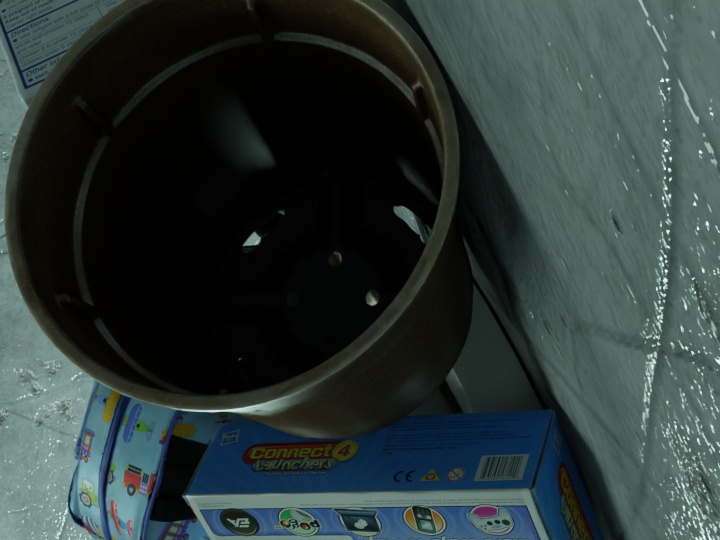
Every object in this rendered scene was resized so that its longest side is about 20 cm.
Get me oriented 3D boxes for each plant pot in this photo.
[{"bbox_3d":[-0.034,-0.013,0.754,0.200,0.200,0.198,62,-175,21],"label":"plant pot"}]

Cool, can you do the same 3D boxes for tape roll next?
[{"bbox_3d":[0.075,0.082,0.936,0.203,0.037,0.203,63,176,9],"label":"tape roll"}]

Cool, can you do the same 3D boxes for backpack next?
[{"bbox_3d":[-0.107,0.106,0.979,0.134,0.183,0.200,19,-172,22],"label":"backpack"}]

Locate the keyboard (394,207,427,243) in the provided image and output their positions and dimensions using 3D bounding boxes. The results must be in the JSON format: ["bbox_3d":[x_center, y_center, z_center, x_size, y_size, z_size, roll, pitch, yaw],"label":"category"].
[{"bbox_3d":[0.005,-0.089,0.928,0.056,0.011,0.200,61,176,41],"label":"keyboard"}]

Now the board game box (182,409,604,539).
[{"bbox_3d":[0.035,0.167,0.863,0.196,0.200,0.056,66,-148,-34],"label":"board game box"}]

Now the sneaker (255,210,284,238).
[{"bbox_3d":[-0.037,-0.045,1.207,0.200,0.091,0.078,70,174,-60],"label":"sneaker"}]

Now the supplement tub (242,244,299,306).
[{"bbox_3d":[-0.077,0.040,1.251,0.123,0.122,0.200,64,-166,5],"label":"supplement tub"}]

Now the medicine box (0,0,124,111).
[{"bbox_3d":[-0.131,-0.164,0.991,0.200,0.182,0.103,61,175,44],"label":"medicine box"}]

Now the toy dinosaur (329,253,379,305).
[{"bbox_3d":[0.000,0.000,1.114,0.200,0.086,0.136,78,174,-52],"label":"toy dinosaur"}]

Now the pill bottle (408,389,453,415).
[{"bbox_3d":[0.024,0.147,0.998,0.104,0.104,0.200,61,175,35],"label":"pill bottle"}]
